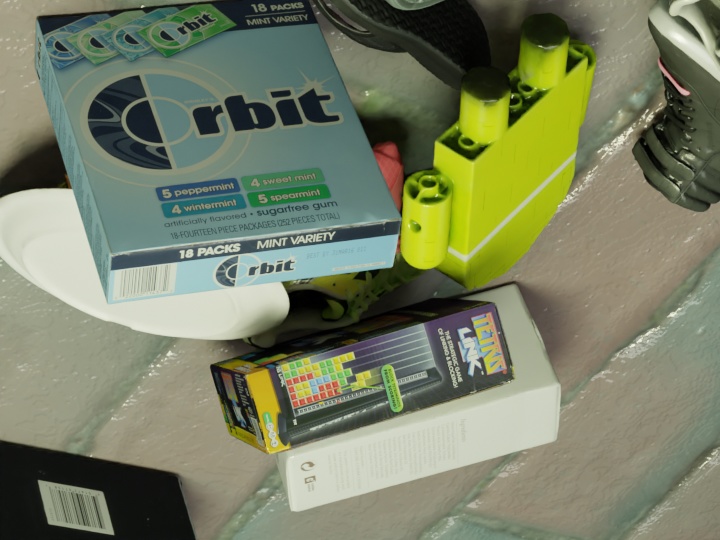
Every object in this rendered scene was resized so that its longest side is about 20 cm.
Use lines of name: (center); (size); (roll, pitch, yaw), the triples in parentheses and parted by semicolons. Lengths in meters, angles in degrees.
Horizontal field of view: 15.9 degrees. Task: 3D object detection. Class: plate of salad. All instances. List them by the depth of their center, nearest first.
plate of salad: (-0.139, -0.010, 1.630); (0.200, 0.048, 0.200); (12, 156, 6)

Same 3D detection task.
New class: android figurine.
android figurine: (0.091, -0.068, 1.649); (0.182, 0.041, 0.200); (-44, 155, -29)

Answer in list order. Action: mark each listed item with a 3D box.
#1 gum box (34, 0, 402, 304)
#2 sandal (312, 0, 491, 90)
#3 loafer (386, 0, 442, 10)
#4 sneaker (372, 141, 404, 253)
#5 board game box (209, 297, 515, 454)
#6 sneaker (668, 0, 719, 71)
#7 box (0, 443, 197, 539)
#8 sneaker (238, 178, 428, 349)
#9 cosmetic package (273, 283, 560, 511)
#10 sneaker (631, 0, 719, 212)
gum box: (-0.087, -0.075, 1.502); (0.170, 0.200, 0.045); (-8, 138, -17)
sandal: (0.009, -0.161, 1.555); (0.048, 0.075, 0.200); (-18, 146, 29)
loafer: (0.072, -0.209, 1.523); (0.200, 0.063, 0.072); (-21, 137, -40)
sneaker: (-0.064, -0.066, 1.641); (0.200, 0.087, 0.074); (13, 174, -16)
board game box: (-0.003, 0.065, 1.680); (0.165, 0.057, 0.200); (-18, -177, -10)
sneaker: (0.273, -0.128, 1.631); (0.200, 0.081, 0.076); (41, 138, -10)
box: (-0.244, 0.226, 1.849); (0.200, 0.104, 0.182); (14, 130, -35)
sneaker: (0.000, 0.000, 1.725); (0.200, 0.076, 0.075); (-21, 139, -2)
cosmetic package: (0.032, 0.090, 1.823); (0.200, 0.102, 0.074); (-13, 141, -8)
sneaker: (0.217, -0.100, 1.712); (0.099, 0.071, 0.200); (-37, 142, 12)
